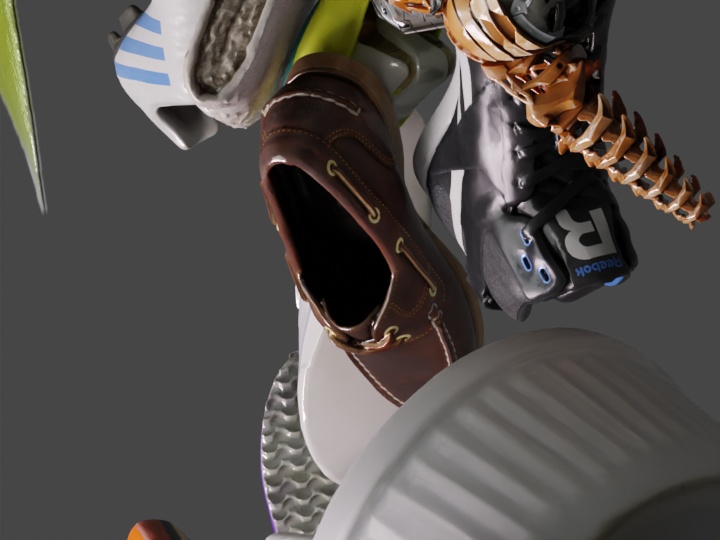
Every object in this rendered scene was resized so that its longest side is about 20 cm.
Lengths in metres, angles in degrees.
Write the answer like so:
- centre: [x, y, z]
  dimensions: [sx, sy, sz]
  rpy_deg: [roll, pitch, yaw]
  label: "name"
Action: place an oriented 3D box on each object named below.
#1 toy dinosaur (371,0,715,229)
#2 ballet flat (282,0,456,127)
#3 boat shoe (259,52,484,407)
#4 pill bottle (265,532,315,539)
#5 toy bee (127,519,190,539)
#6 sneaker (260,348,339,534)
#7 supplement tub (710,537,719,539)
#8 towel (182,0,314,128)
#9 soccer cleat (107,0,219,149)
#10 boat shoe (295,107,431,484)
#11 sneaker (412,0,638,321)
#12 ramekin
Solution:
- centre: [0.071, -0.113, 0.864]
  dimensions: [0.200, 0.136, 0.102]
  rpy_deg: [52, -158, -16]
  label: "toy dinosaur"
- centre: [0.019, -0.118, 1.051]
  dimensions: [0.067, 0.067, 0.200]
  rpy_deg: [37, 118, 37]
  label: "ballet flat"
- centre: [0.000, 0.000, 1.073]
  dimensions: [0.070, 0.070, 0.200]
  rpy_deg: [-73, -33, -42]
  label: "boat shoe"
- centre: [-0.002, 0.228, 1.146]
  dimensions: [0.111, 0.111, 0.200]
  rpy_deg: [173, 105, -66]
  label: "pill bottle"
- centre: [-0.139, 0.253, 1.564]
  dimensions: [0.200, 0.109, 0.131]
  rpy_deg: [-48, 44, 31]
  label: "toy bee"
- centre: [-0.017, 0.139, 1.261]
  dimensions: [0.100, 0.069, 0.201]
  rpy_deg: [142, 122, -79]
  label: "sneaker"
- centre: [0.128, 0.156, 0.774]
  dimensions: [0.144, 0.200, 0.145]
  rpy_deg: [36, 131, 57]
  label: "supplement tub"
- centre: [-0.024, -0.157, 1.041]
  dimensions: [0.133, 0.034, 0.200]
  rpy_deg: [27, -96, -86]
  label: "towel"
- centre: [-0.078, -0.135, 1.301]
  dimensions: [0.086, 0.070, 0.200]
  rpy_deg: [57, 153, 11]
  label: "soccer cleat"
- centre: [-0.003, 0.003, 1.176]
  dimensions: [0.069, 0.072, 0.200]
  rpy_deg: [-122, 26, -69]
  label: "boat shoe"
- centre: [0.082, -0.054, 0.966]
  dimensions: [0.200, 0.073, 0.112]
  rpy_deg: [103, 145, -57]
  label: "sneaker"
- centre: [0.079, 0.130, 0.897]
  dimensions: [0.094, 0.202, 0.203]
  rpy_deg: [26, 124, 47]
  label: "ramekin"
